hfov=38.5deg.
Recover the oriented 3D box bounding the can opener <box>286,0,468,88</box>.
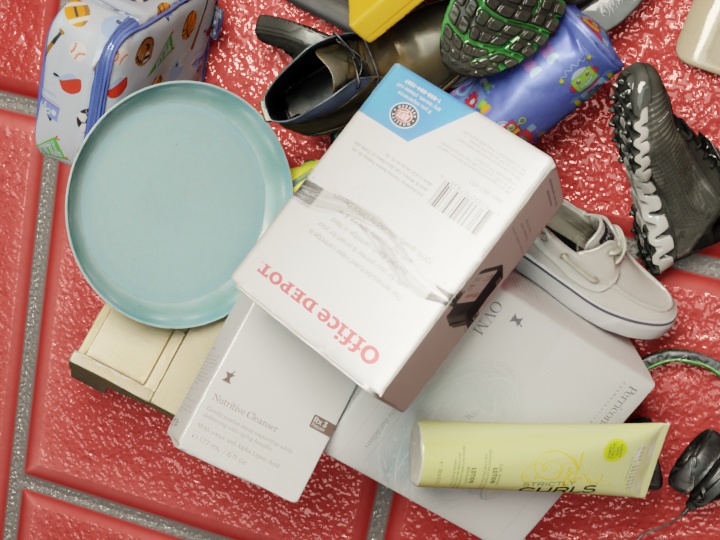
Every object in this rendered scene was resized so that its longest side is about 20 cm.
[{"bbox_3d":[0.022,-0.213,0.895,0.200,0.067,0.053,31,89,20],"label":"can opener"}]

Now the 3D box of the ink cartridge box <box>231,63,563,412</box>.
[{"bbox_3d":[0.028,-0.022,0.744,0.145,0.084,0.200,36,86,22],"label":"ink cartridge box"}]

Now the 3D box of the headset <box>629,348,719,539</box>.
[{"bbox_3d":[0.268,0.169,0.888,0.123,0.094,0.201,10,93,13],"label":"headset"}]

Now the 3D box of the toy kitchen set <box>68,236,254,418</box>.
[{"bbox_3d":[-0.143,0.067,0.966,0.199,0.180,0.164,30,74,-9],"label":"toy kitchen set"}]

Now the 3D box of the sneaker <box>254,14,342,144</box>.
[{"bbox_3d":[-0.012,-0.147,0.911,0.199,0.060,0.105,21,103,5],"label":"sneaker"}]

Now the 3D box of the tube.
[{"bbox_3d":[0.139,0.146,0.806,0.199,0.058,0.052,4,72,-9],"label":"tube"}]

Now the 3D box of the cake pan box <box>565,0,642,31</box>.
[{"bbox_3d":[0.152,-0.282,0.846,0.184,0.052,0.200,-43,89,21],"label":"cake pan box"}]

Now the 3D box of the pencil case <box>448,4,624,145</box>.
[{"bbox_3d":[0.111,-0.131,0.827,0.200,0.087,0.078,-39,134,21],"label":"pencil case"}]

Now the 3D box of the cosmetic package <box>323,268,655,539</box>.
[{"bbox_3d":[0.099,0.097,0.875,0.199,0.123,0.200,30,109,-14],"label":"cosmetic package"}]

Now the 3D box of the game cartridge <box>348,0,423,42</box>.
[{"bbox_3d":[0.058,-0.290,0.785,0.176,0.201,0.032,-33,134,32],"label":"game cartridge"}]

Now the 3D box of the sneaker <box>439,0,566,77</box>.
[{"bbox_3d":[0.123,-0.231,0.779,0.078,0.085,0.200,34,86,-15],"label":"sneaker"}]

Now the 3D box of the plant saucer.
[{"bbox_3d":[-0.147,-0.053,0.844,0.027,0.199,0.201,15,110,54],"label":"plant saucer"}]

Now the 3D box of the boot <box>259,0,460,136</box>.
[{"bbox_3d":[0.013,-0.158,0.816,0.199,0.097,0.075,-26,90,21],"label":"boot"}]

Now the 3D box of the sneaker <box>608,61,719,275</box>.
[{"bbox_3d":[0.256,-0.088,0.828,0.090,0.067,0.201,-18,128,6],"label":"sneaker"}]

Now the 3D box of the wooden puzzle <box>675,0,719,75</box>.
[{"bbox_3d":[0.373,-0.221,0.801,0.199,0.046,0.186,21,107,10],"label":"wooden puzzle"}]

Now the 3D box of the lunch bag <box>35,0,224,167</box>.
[{"bbox_3d":[-0.192,-0.171,0.882,0.075,0.200,0.161,24,124,10],"label":"lunch bag"}]

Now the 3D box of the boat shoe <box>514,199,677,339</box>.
[{"bbox_3d":[0.184,-0.016,0.842,0.200,0.072,0.066,33,133,-3],"label":"boat shoe"}]

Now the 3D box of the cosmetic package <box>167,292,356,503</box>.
[{"bbox_3d":[-0.061,0.072,0.843,0.113,0.081,0.201,28,82,-15],"label":"cosmetic package"}]

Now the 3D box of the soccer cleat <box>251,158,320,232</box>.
[{"bbox_3d":[-0.071,-0.059,0.928,0.199,0.084,0.065,5,147,19],"label":"soccer cleat"}]
